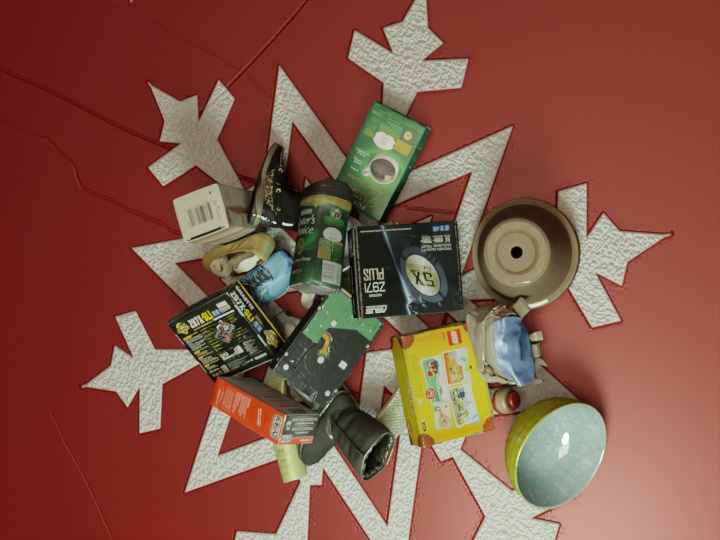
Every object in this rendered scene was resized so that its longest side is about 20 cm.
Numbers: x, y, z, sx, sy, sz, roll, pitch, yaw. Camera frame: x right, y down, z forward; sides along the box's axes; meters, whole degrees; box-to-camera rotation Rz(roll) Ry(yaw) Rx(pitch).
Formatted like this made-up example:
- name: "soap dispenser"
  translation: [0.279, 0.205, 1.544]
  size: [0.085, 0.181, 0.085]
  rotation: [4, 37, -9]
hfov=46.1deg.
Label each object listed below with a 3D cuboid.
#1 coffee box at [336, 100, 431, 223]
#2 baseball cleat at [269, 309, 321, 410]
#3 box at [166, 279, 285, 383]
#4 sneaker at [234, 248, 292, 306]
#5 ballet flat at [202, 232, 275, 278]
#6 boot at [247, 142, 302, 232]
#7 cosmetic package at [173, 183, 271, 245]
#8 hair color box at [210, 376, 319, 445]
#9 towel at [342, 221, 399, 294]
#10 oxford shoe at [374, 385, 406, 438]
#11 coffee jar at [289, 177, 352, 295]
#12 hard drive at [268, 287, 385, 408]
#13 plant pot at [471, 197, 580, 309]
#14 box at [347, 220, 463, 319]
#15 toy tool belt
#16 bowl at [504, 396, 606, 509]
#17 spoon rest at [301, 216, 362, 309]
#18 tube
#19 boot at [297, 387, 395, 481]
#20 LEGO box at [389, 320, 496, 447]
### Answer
- name: "coffee box"
  translation: [0.037, -0.207, 1.622]
  size: [0.122, 0.044, 0.203]
  rotation: [28, 97, 16]
- name: "baseball cleat"
  translation: [-0.114, 0.170, 1.654]
  size: [0.106, 0.070, 0.201]
  rotation: [-38, 80, 15]
- name: "box"
  translation: [-0.262, 0.123, 1.645]
  size: [0.198, 0.049, 0.161]
  rotation: [-25, 106, 38]
- name: "sneaker"
  translation: [-0.208, 0.039, 1.673]
  size: [0.200, 0.090, 0.079]
  rotation: [-46, 77, 12]
- name: "ballet flat"
  translation: [-0.251, -0.020, 1.668]
  size: [0.198, 0.068, 0.064]
  rotation: [-23, 43, 38]
- name: "boot"
  translation: [-0.132, -0.150, 1.648]
  size: [0.148, 0.202, 0.074]
  rotation: [18, 138, -11]
- name: "cosmetic package"
  translation: [-0.262, -0.104, 1.634]
  size: [0.102, 0.200, 0.089]
  rotation: [-19, 85, 18]
- name: "hair color box"
  translation: [-0.184, 0.266, 1.619]
  size: [0.198, 0.101, 0.062]
  rotation: [20, 96, 39]
- name: "towel"
  translation: [0.000, 0.000, 1.645]
  size: [0.197, 0.023, 0.146]
  rotation: [-18, 84, 17]
- name: "oxford shoe"
  translation: [0.094, 0.245, 1.600]
  size: [0.075, 0.058, 0.200]
  rotation: [43, 87, 10]
- name: "coffee jar"
  translation: [-0.071, -0.062, 1.538]
  size: [0.084, 0.104, 0.204]
  rotation: [14, 76, -26]
- name: "hard drive"
  translation: [-0.062, 0.139, 1.597]
  size: [0.139, 0.038, 0.201]
  rotation: [38, 86, -25]
- name: "plant pot"
  translation: [0.283, -0.032, 1.479]
  size: [0.196, 0.174, 0.205]
  rotation: [0, 89, 16]
- name: "box"
  translation: [0.080, -0.001, 1.549]
  size: [0.196, 0.086, 0.168]
  rotation: [-3, 89, -8]
- name: "toy tool belt"
  translation: [0.268, 0.153, 1.487]
  size: [0.122, 0.124, 0.204]
  rotation: [-14, 93, 45]
- name: "bowl"
  translation: [0.322, 0.302, 1.488]
  size: [0.107, 0.198, 0.203]
  rotation: [34, 102, 57]
- name: "spoon rest"
  translation: [-0.056, -0.009, 1.616]
  size: [0.099, 0.060, 0.203]
  rotation: [31, 99, 26]
- name: "tube"
  translation: [-0.156, 0.315, 1.681]
  size: [0.057, 0.052, 0.204]
  rotation: [-13, 80, -12]
- name: "boot"
  translation: [-0.028, 0.330, 1.574]
  size: [0.200, 0.072, 0.184]
  rotation: [38, 106, 49]
- name: "LEGO box"
  translation: [0.148, 0.204, 1.537]
  size: [0.146, 0.077, 0.204]
  rotation: [-10, 86, -17]
